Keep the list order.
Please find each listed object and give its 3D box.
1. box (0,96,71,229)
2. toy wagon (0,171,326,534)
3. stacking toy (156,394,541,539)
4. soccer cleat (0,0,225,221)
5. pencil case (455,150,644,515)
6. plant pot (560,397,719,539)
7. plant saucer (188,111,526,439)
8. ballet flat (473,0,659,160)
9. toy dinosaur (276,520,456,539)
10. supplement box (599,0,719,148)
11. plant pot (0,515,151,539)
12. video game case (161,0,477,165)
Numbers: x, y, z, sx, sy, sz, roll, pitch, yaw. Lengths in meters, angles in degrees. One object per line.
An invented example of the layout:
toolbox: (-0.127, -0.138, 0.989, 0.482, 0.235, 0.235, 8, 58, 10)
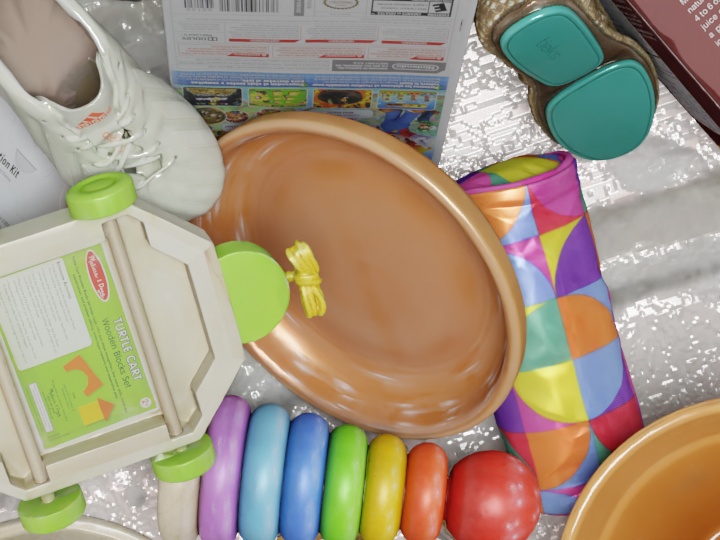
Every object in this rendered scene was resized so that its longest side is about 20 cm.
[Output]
box: (-0.212, 0.001, 0.787, 0.041, 0.156, 0.201, 18, 69, 30)
toy wagon: (-0.114, 0.032, 0.776, 0.199, 0.040, 0.156, -19, 114, -12)
stacking toy: (-0.004, 0.112, 0.861, 0.199, 0.085, 0.086, 5, 103, -1)
soccer cleat: (-0.125, -0.077, 0.752, 0.069, 0.078, 0.200, -49, 132, -4)
pencil case: (0.099, 0.037, 0.890, 0.088, 0.088, 0.201, -13, 102, 0)
plant pot: (0.212, 0.176, 0.843, 0.199, 0.140, 0.201, -6, 72, 20)
plant saucer: (0.000, 0.000, 0.850, 0.199, 0.037, 0.201, 21, 136, 21)
ballet flat: (0.104, -0.117, 0.825, 0.070, 0.200, 0.066, -24, 67, 12)
toy dinosaur: (-0.033, 0.125, 0.928, 0.199, 0.060, 0.107, 21, 90, 5)
supplement box: (0.217, -0.179, 0.819, 0.197, 0.133, 0.200, -43, 102, 7)
plant pot: (-0.172, 0.259, 0.875, 0.199, 0.184, 0.202, -1, 103, -2)
video game case: (-0.023, -0.096, 0.806, 0.142, 0.200, 0.018, 1, 68, -3)
